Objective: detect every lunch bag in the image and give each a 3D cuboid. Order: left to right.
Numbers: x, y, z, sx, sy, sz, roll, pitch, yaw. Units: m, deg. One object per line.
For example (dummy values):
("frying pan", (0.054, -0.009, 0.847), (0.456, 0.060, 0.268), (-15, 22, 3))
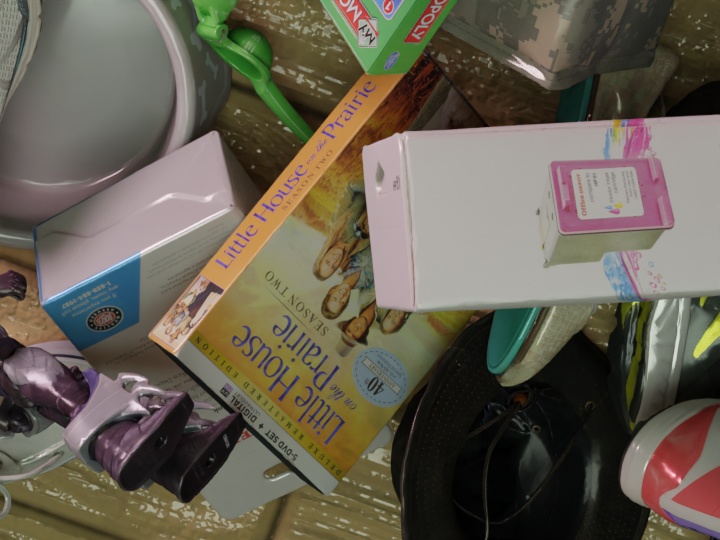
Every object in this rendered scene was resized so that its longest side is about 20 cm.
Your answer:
("lunch bag", (0.067, -0.205, 1.161), (0.200, 0.117, 0.164), (32, 119, 27))

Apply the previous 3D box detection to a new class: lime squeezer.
("lime squeezer", (-0.056, -0.134, 1.240), (0.038, 0.071, 0.200), (4, 116, 39))

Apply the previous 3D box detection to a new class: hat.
("hat", (0.070, 0.114, 1.300), (0.081, 0.200, 0.201), (3, 118, 46))

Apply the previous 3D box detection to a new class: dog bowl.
("dog bowl", (-0.170, -0.102, 1.257), (0.200, 0.059, 0.201), (2, 111, 5))

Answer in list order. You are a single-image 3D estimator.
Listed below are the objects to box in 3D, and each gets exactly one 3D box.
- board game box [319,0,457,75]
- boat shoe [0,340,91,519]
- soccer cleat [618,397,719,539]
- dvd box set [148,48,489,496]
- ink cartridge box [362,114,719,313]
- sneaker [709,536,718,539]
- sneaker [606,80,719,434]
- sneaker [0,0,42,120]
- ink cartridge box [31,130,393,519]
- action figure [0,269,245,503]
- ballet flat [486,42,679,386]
("board game box", (-0.003, -0.212, 1.132), (0.200, 0.029, 0.135), (58, 133, 26))
("boat shoe", (-0.225, 0.101, 1.325), (0.202, 0.086, 0.075), (-17, 109, 11))
("soccer cleat", (0.226, 0.084, 1.238), (0.073, 0.200, 0.068), (35, 134, 39))
("dvd box set", (0.000, 0.000, 1.220), (0.200, 0.029, 0.146), (-50, 131, -9))
("ink cartridge box", (0.107, -0.026, 1.117), (0.199, 0.145, 0.085), (-2, 90, -6))
("sneaker", (0.286, 0.185, 1.321), (0.202, 0.077, 0.147), (11, 114, 2))
("sneaker", (0.189, -0.006, 1.268), (0.084, 0.074, 0.200), (5, 113, -17))
("sneaker", (-0.209, -0.085, 1.189), (0.077, 0.086, 0.200), (10, 112, 0))
("ink cartridge box", (-0.076, 0.035, 1.272), (0.115, 0.068, 0.200), (-26, 131, 9))
("action figure", (-0.161, 0.054, 1.183), (0.200, 0.130, 0.069), (23, 72, 28))
("ballet flat", (0.122, -0.031, 1.228), (0.062, 0.067, 0.200), (17, 87, -16))
